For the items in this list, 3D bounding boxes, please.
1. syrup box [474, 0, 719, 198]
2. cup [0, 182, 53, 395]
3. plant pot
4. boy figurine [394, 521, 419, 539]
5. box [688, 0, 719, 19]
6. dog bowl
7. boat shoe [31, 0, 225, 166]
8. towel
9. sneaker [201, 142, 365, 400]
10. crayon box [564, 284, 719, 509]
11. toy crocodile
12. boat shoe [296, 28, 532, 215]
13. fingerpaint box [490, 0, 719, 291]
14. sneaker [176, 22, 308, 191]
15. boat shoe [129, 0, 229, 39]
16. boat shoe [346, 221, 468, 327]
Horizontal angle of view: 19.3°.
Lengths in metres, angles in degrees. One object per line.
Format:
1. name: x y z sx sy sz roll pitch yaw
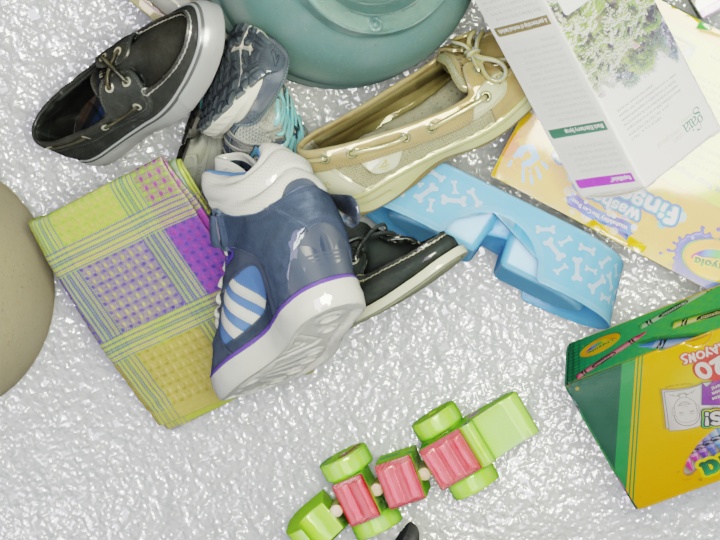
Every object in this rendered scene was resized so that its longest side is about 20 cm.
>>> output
1. syrup box: 0.147 -0.153 1.392 0.079 0.081 0.200 -36 105 -25
2. cup: -0.337 0.022 1.529 0.200 0.143 0.201 1 98 6
3. plant pot: -0.003 -0.221 1.447 0.200 0.134 0.201 -2 98 -12
4. boy figurine: 0.101 0.266 1.556 0.200 0.064 0.124 30 126 0
5. box: 0.317 -0.243 1.486 0.200 0.041 0.039 -30 93 10
6. dog bowl: 0.097 -0.024 1.506 0.200 0.111 0.050 27 83 2
7. boat shoe: -0.165 -0.129 1.488 0.200 0.057 0.069 -36 57 46
8. towel: -0.138 0.020 1.537 0.143 0.023 0.200 -24 111 27
9. sneaker: -0.069 -0.007 1.461 0.080 0.200 0.147 -14 74 -28
10. crayon box: 0.257 0.075 1.468 0.200 0.058 0.119 -23 115 18
11. toy crocodile: 0.036 0.150 1.555 0.200 0.062 0.068 -26 94 8
12. boat shoe: 0.050 -0.117 1.454 0.201 0.073 0.063 -33 129 6
13. fingerpaint box: 0.218 -0.095 1.498 0.200 0.073 0.167 27 98 2
14. sneaker: -0.070 -0.108 1.483 0.086 0.200 0.078 17 68 -11
15. boat shoe: -0.148 -0.223 1.524 0.068 0.075 0.200 -43 102 8
16. boat shoe: 0.002 -0.001 1.491 0.074 0.199 0.066 -28 89 -30
